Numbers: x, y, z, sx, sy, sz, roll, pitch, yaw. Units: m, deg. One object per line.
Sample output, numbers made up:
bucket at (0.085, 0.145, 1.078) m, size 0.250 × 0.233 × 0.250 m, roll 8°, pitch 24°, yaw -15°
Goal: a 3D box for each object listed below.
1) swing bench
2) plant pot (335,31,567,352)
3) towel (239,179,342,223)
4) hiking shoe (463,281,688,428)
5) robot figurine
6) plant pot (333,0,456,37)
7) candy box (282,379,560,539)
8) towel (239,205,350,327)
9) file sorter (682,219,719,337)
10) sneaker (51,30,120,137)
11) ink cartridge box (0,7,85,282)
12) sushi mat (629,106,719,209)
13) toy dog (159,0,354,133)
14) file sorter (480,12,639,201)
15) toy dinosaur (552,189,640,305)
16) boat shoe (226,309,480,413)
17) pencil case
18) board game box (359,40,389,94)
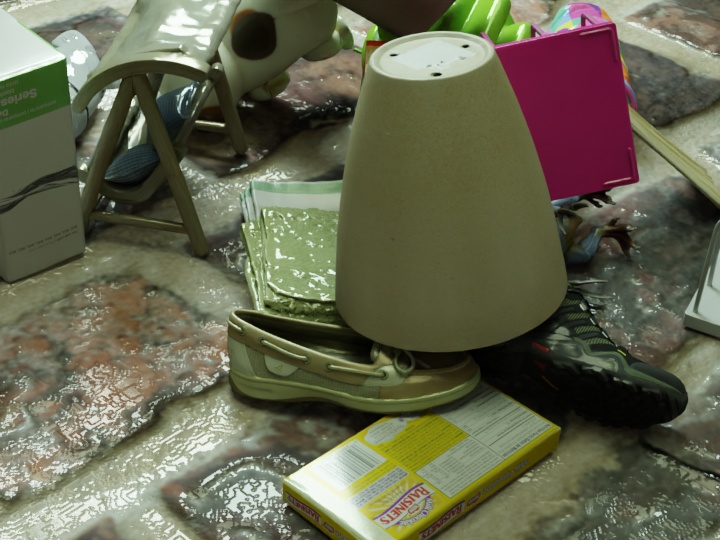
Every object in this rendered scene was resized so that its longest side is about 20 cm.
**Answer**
swing bench at (-0.179, -0.155, 1.303) m, size 0.129 × 0.201 × 0.199 m, roll 8°, pitch 35°, yaw 5°
plant pot at (0.061, -0.073, 1.090) m, size 0.187 × 0.201 × 0.188 m, roll -5°, pitch 30°, yaw 3°
towel at (-0.024, -0.021, 1.282) m, size 0.149 × 0.031 × 0.200 m, roll -4°, pitch 37°, yaw -11°
hiking shoe at (0.171, 0.052, 1.134) m, size 0.199 × 0.076 × 0.101 m, roll 22°, pitch 56°, yaw 4°
robot figurine at (0.083, -0.222, 1.467) m, size 0.200 × 0.175 × 0.116 m, roll -4°, pitch 55°, yaw 48°
plant pot at (0.027, -0.311, 1.326) m, size 0.174 × 0.200 × 0.200 m, roll 44°, pitch 40°, yaw -5°
candy box at (0.048, 0.144, 1.062) m, size 0.200 × 0.026 × 0.102 m, roll -27°, pitch 46°, yaw -37°
towel at (0.000, 0.000, 1.211) m, size 0.199 × 0.037 × 0.149 m, roll 1°, pitch 37°, yaw -11°
file sorter at (0.391, -0.028, 1.263) m, size 0.138 × 0.125 × 0.200 m, roll 19°, pitch 38°, yaw 20°
sneaker at (-0.347, -0.202, 1.459) m, size 0.199 × 0.075 × 0.115 m, roll 21°, pitch 37°, yaw 13°
ink cartridge box at (-0.316, -0.113, 1.228) m, size 0.084 × 0.201 × 0.145 m, roll -26°, pitch 46°, yaw -33°
sushi mat at (0.290, -0.121, 1.373) m, size 0.200 × 0.012 × 0.096 m, roll 33°, pitch 23°, yaw -34°
toy dog at (-0.116, -0.226, 1.457) m, size 0.200 × 0.140 × 0.194 m, roll -34°, pitch 20°, yaw 1°
file sorter at (0.125, -0.138, 1.254) m, size 0.199 × 0.139 × 0.125 m, roll -12°, pitch 18°, yaw 1°
toy dinosaur at (0.167, -0.011, 1.286) m, size 0.181 × 0.105 × 0.200 m, roll -26°, pitch 11°, yaw -23°
boat shoe at (-0.007, 0.065, 1.112) m, size 0.200 × 0.063 × 0.073 m, roll 4°, pitch 24°, yaw 13°
pencil case at (0.247, -0.217, 1.548) m, size 0.088 × 0.089 × 0.200 m, roll 4°, pitch 34°, yaw -1°
board game box at (0.097, -0.158, 1.384) m, size 0.199 × 0.152 × 0.046 m, roll 3°, pitch 65°, yaw -4°
